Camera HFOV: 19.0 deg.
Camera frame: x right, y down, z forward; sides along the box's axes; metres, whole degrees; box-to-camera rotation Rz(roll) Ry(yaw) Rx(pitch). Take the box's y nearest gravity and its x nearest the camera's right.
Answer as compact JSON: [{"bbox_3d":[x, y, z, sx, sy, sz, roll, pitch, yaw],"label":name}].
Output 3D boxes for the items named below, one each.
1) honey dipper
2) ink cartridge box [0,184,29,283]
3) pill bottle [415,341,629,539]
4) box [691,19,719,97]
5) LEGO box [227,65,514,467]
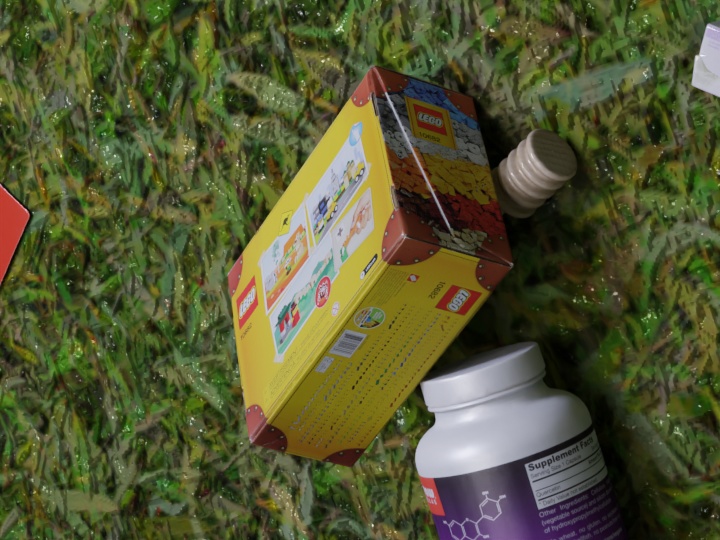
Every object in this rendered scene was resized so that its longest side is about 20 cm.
[{"bbox_3d":[0.062,-0.017,1.347,0.038,0.038,0.200,54,131,11],"label":"honey dipper"},{"bbox_3d":[-0.359,-0.045,1.662,0.200,0.057,0.163,46,127,23],"label":"ink cartridge box"},{"bbox_3d":[0.102,0.151,1.320,0.112,0.112,0.200,-15,95,40],"label":"pill bottle"},{"bbox_3d":[0.274,-0.085,1.154,0.200,0.041,0.039,26,120,28],"label":"box"},{"bbox_3d":[0.000,0.000,1.328,0.200,0.077,0.149,-53,33,37],"label":"LEGO box"}]
